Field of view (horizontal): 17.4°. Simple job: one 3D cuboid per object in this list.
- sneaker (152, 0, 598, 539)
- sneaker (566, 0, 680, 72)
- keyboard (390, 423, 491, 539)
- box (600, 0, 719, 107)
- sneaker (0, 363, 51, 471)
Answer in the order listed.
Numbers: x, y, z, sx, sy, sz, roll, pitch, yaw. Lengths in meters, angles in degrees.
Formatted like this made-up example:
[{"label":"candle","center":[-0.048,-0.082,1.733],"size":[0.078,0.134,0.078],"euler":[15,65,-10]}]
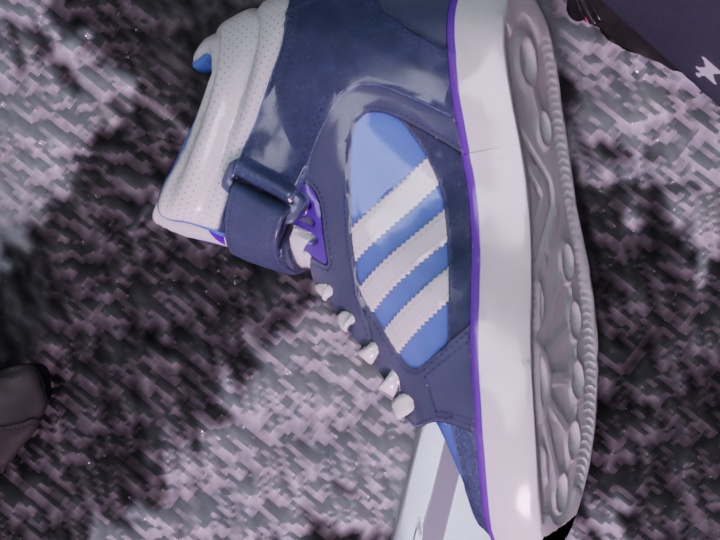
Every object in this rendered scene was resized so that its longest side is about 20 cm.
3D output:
[{"label":"sneaker","center":[0.000,0.000,0.827],"size":[0.145,0.080,0.202],"euler":[-4,95,24]},{"label":"sneaker","center":[0.115,-0.098,0.797],"size":[0.084,0.077,0.201],"euler":[-38,75,20]},{"label":"keyboard","center":[0.031,0.134,0.860],"size":[0.056,0.011,0.202],"euler":[14,97,7]},{"label":"box","center":[0.117,-0.194,0.717],"size":[0.200,0.123,0.198],"euler":[42,70,8]},{"label":"sneaker","center":[-0.195,0.003,0.882],"size":[0.091,0.076,0.200],"euler":[-42,90,3]}]
